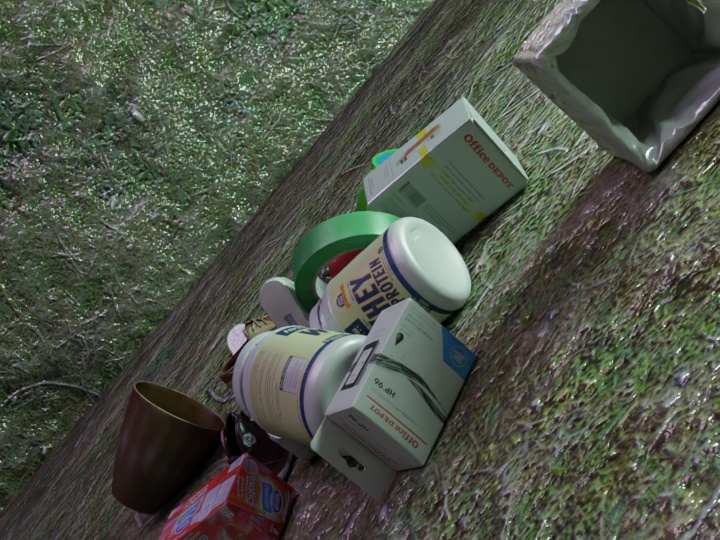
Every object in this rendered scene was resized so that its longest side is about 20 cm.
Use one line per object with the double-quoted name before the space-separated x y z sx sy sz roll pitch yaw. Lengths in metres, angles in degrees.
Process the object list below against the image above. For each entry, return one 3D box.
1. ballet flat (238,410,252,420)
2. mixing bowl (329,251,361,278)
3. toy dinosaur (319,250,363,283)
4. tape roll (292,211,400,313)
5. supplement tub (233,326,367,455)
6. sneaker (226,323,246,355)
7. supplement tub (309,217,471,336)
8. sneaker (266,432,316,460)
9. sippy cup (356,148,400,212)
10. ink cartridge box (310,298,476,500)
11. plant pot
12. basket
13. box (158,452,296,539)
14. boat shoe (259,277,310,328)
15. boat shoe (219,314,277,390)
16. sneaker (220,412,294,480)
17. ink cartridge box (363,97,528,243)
"ballet flat" -0.157 0.223 1.664 0.069 0.067 0.202 -102 26 -64
"mixing bowl" -0.021 -0.011 1.831 0.200 0.108 0.200 -47 14 15
"toy dinosaur" -0.053 0.023 1.652 0.201 0.088 0.047 -58 -18 8
"tape roll" 0.000 0.000 1.544 0.200 0.199 0.048 -41 40 32
"supplement tub" -0.059 0.148 1.345 0.199 0.145 0.145 4 53 51
"sneaker" -0.150 0.187 1.798 0.073 0.116 0.201 -35 52 9
"supplement tub" 0.038 0.039 1.446 0.200 0.145 0.145 -42 16 29
"sneaker" -0.109 0.202 1.534 0.070 0.080 0.201 -31 33 6
"sippy cup" 0.082 -0.113 1.685 0.140 0.176 0.132 -88 -1 -66
"ink cartridge box" 0.040 0.149 1.220 0.068 0.116 0.201 -27 28 55
"plant pot" -0.373 0.337 1.941 0.201 0.186 0.187 -64 14 2
"basket" 0.316 -0.258 1.243 0.200 0.198 0.161 -49 12 7
"box" -0.191 0.353 1.450 0.200 0.095 0.100 -41 16 33
"boat shoe" -0.083 0.098 1.600 0.072 0.201 0.068 -37 -2 19
"boat shoe" -0.155 0.112 1.701 0.201 0.074 0.076 -57 18 -1
"sneaker" -0.141 0.229 1.570 0.076 0.115 0.201 -39 18 37
"ink cartridge box" 0.125 -0.131 1.555 0.200 0.145 0.084 -38 28 18
